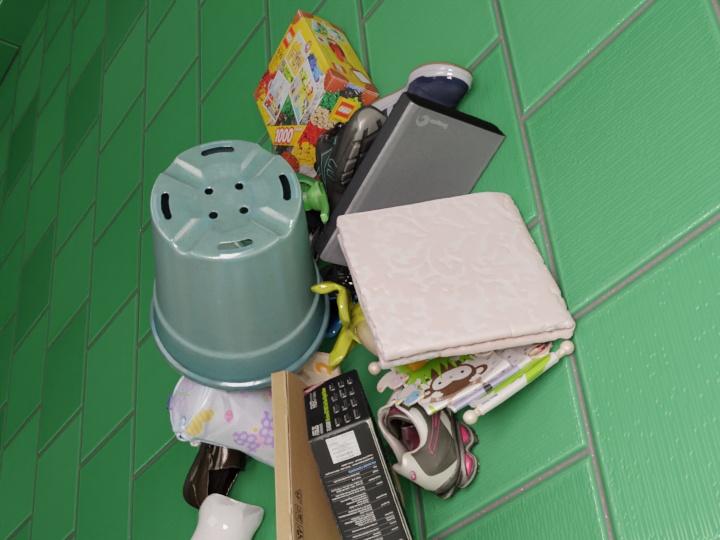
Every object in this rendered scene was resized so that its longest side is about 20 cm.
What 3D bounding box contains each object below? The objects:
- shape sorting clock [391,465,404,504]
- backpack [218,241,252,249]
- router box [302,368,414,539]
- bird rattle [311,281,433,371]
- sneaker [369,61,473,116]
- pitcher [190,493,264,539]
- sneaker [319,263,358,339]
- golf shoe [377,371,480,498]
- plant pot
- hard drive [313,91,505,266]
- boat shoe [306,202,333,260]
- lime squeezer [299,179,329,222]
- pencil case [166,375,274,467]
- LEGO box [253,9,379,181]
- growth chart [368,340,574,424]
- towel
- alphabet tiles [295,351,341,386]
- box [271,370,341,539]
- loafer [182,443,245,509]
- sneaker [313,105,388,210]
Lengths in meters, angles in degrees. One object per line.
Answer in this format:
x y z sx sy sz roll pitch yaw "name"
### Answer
-0.018 0.293 1.215 0.199 0.039 0.202 -34 49 48 "shape sorting clock"
-0.150 0.014 1.369 0.177 0.150 0.202 28 135 36 "backpack"
-0.002 0.193 1.045 0.200 0.061 0.152 -117 7 -82 "router box"
0.052 0.039 1.124 0.162 0.199 0.114 30 136 44 "bird rattle"
0.062 -0.162 1.277 0.199 0.069 0.110 -23 53 60 "sneaker"
-0.195 0.404 1.399 0.172 0.120 0.202 122 163 -63 "pitcher"
0.000 0.000 1.291 0.082 0.072 0.201 -84 19 -48 "sneaker"
0.060 0.133 1.120 0.077 0.087 0.201 -50 36 30 "golf shoe"
-0.130 -0.014 1.122 0.197 0.197 0.202 91 173 -54 "plant pot"
0.052 -0.087 1.186 0.201 0.138 0.033 -59 41 23 "hard drive"
-0.077 -0.024 1.455 0.093 0.075 0.201 -41 -12 -33 "boat shoe"
-0.067 -0.081 1.241 0.199 0.070 0.038 11 108 56 "lime squeezer"
-0.113 0.171 1.218 0.083 0.199 0.092 -33 43 41 "pencil case"
-0.066 -0.243 1.522 0.150 0.076 0.201 -58 34 25 "LEGO box"
0.098 0.091 1.070 0.144 0.018 0.199 -35 25 -17 "growth chart"
0.087 0.005 1.060 0.201 0.188 0.032 -109 13 -45 "towel"
-0.102 0.126 1.303 0.193 0.202 0.015 11 40 26 "alphabet tiles"
-0.043 0.224 1.124 0.021 0.164 0.202 -16 57 18 "box"
-0.177 0.243 1.485 0.071 0.072 0.202 33 109 49 "loafer"
-0.019 -0.130 1.219 0.080 0.075 0.200 53 158 13 "sneaker"
